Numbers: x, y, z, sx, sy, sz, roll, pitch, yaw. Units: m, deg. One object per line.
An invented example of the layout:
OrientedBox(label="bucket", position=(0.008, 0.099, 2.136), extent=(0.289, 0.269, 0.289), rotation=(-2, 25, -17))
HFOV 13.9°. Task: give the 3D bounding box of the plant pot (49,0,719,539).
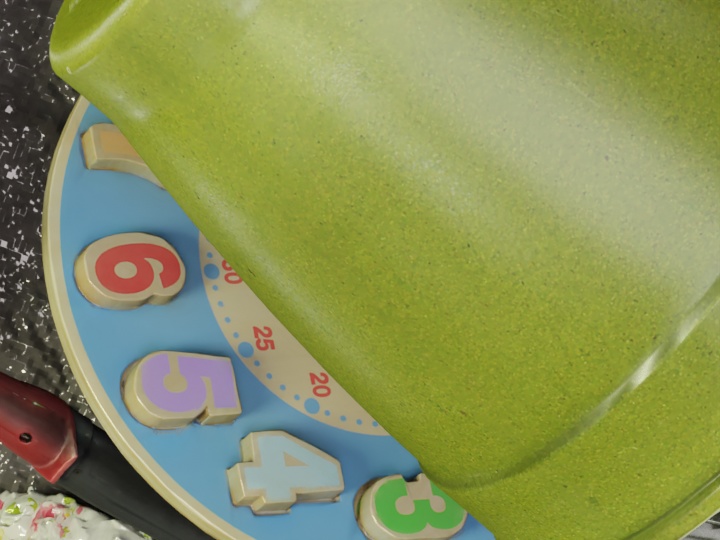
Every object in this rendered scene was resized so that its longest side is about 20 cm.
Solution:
OrientedBox(label="plant pot", position=(0.029, -0.053, 0.788), extent=(0.193, 0.200, 0.200), rotation=(36, 92, -15))

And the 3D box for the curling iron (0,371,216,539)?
OrientedBox(label="curling iron", position=(-0.089, 0.046, 0.874), extent=(0.200, 0.050, 0.026), rotation=(43, 46, -29))

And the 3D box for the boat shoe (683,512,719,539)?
OrientedBox(label="boat shoe", position=(0.116, 0.073, 0.962), extent=(0.200, 0.071, 0.064), rotation=(7, 99, -8))

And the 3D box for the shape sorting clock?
OrientedBox(label="shape sorting clock", position=(0.000, 0.000, 0.898), extent=(0.200, 0.039, 0.200), rotation=(13, 62, -25))

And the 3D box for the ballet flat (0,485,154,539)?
OrientedBox(label="ballet flat", position=(-0.049, 0.142, 0.923), extent=(0.200, 0.064, 0.076), rotation=(36, 117, 4))
